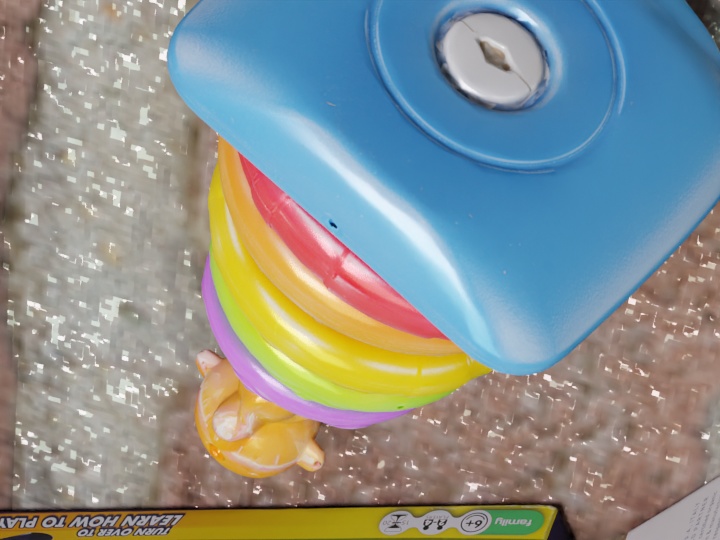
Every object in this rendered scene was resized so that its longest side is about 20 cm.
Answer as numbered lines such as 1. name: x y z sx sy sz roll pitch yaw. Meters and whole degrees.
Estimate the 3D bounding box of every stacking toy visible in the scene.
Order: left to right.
1. stacking toy: 0.000 0.000 0.742 0.116 0.110 0.200 41 145 6

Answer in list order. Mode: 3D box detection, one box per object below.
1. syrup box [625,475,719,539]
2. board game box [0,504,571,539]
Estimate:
1. syrup box: 0.148 0.076 0.748 0.081 0.079 0.200 39 132 -13
2. board game box: -0.051 0.140 0.828 0.200 0.165 0.057 -3 127 25
